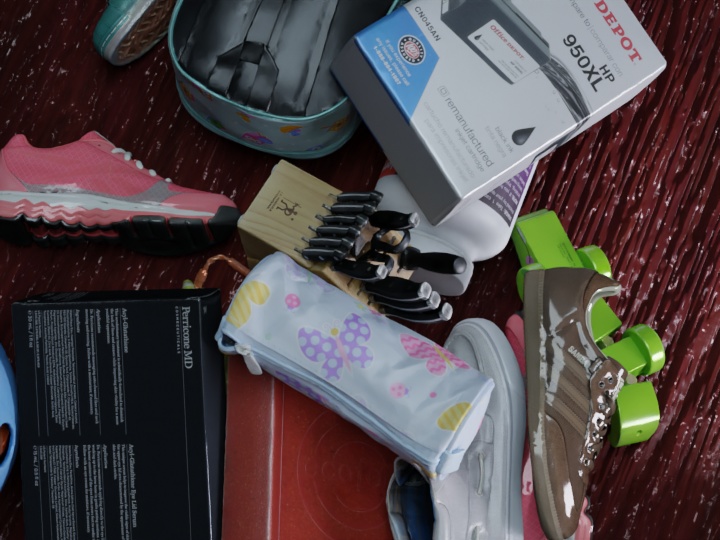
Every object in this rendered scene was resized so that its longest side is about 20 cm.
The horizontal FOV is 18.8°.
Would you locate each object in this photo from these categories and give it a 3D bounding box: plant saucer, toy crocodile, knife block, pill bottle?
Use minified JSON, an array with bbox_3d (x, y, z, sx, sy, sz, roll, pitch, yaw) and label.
[{"bbox_3d":[-0.006,0.153,1.607,0.198,0.037,0.202,11,69,-29],"label":"plant saucer"},{"bbox_3d":[0.173,0.042,1.688,0.067,0.062,0.201,-23,72,-26],"label":"toy crocodile"},{"bbox_3d":[0.000,0.000,1.605,0.175,0.200,0.064,30,73,13],"label":"knife block"},{"bbox_3d":[0.080,-0.087,1.691,0.112,0.113,0.201,21,72,3],"label":"pill bottle"}]

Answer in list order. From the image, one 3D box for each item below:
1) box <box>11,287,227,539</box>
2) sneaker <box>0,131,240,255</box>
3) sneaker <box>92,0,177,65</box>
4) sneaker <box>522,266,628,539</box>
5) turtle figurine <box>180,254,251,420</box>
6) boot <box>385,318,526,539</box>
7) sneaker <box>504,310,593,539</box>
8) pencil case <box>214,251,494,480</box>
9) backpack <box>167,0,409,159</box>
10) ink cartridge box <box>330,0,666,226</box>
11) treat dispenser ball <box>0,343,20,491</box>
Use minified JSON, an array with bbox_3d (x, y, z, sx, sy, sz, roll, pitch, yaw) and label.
[{"bbox_3d":[-0.170,0.117,1.573,0.140,0.079,0.202,-1,95,11],"label":"box"},{"bbox_3d":[-0.190,-0.067,1.682,0.198,0.074,0.087,4,71,-2],"label":"sneaker"},{"bbox_3d":[-0.168,-0.255,1.755,0.080,0.071,0.201,29,68,10],"label":"sneaker"},{"bbox_3d":[0.159,0.096,1.586,0.075,0.070,0.202,-4,82,6],"label":"sneaker"},{"bbox_3d":[-0.109,0.104,1.635,0.161,0.064,0.201,-29,103,1],"label":"turtle figurine"},{"bbox_3d":[0.066,0.131,1.587,0.095,0.073,0.202,7,74,-43],"label":"boot"},{"bbox_3d":[0.120,0.128,1.648,0.086,0.074,0.202,-7,74,-4],"label":"sneaker"},{"bbox_3d":[-0.004,0.067,1.534,0.199,0.091,0.084,30,116,8],"label":"pencil case"},{"bbox_3d":[-0.057,-0.188,1.693,0.175,0.154,0.201,21,65,3],"label":"backpack"},{"bbox_3d":[0.102,-0.151,1.607,0.199,0.084,0.145,-33,87,-18],"label":"ink cartridge box"},{"bbox_3d":[-0.343,0.107,1.561,0.199,0.201,0.202,1,73,-3],"label":"treat dispenser ball"}]
